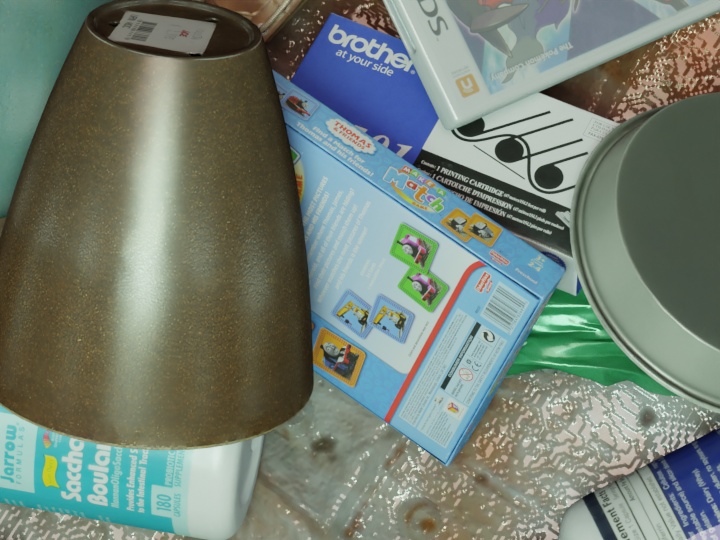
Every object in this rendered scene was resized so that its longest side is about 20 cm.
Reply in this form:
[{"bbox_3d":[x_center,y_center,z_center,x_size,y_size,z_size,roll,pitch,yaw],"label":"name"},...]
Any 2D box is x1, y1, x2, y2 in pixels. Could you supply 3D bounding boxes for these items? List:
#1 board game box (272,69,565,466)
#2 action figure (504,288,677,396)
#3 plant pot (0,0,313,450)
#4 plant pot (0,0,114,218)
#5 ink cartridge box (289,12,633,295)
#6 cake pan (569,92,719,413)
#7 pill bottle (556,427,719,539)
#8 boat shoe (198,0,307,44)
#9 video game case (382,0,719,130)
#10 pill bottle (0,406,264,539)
[{"bbox_3d":[0.000,0.000,1.575,0.200,0.151,0.037,34,44,8],"label":"board game box"},{"bbox_3d":[0.135,0.024,1.600,0.199,0.055,0.119,-3,85,6],"label":"action figure"},{"bbox_3d":[-0.108,-0.036,1.490,0.186,0.187,0.201,9,115,6],"label":"plant pot"},{"bbox_3d":[-0.197,-0.121,1.591,0.134,0.200,0.201,0,83,-22],"label":"plant pot"},{"bbox_3d":[0.051,-0.067,1.594,0.200,0.044,0.094,22,62,15],"label":"ink cartridge box"},{"bbox_3d":[0.213,-0.014,1.533,0.200,0.037,0.201,8,60,-15],"label":"cake pan"},{"bbox_3d":[0.181,0.160,1.550,0.200,0.116,0.116,-27,82,3],"label":"pill bottle"},{"bbox_3d":[-0.010,-0.196,1.628,0.200,0.076,0.072,-37,89,-2],"label":"boat shoe"},{"bbox_3d":[0.094,-0.198,1.597,0.200,0.023,0.183,-25,87,-23],"label":"video game case"},{"bbox_3d":[-0.158,0.084,1.591,0.199,0.111,0.111,9,85,6],"label":"pill bottle"}]
